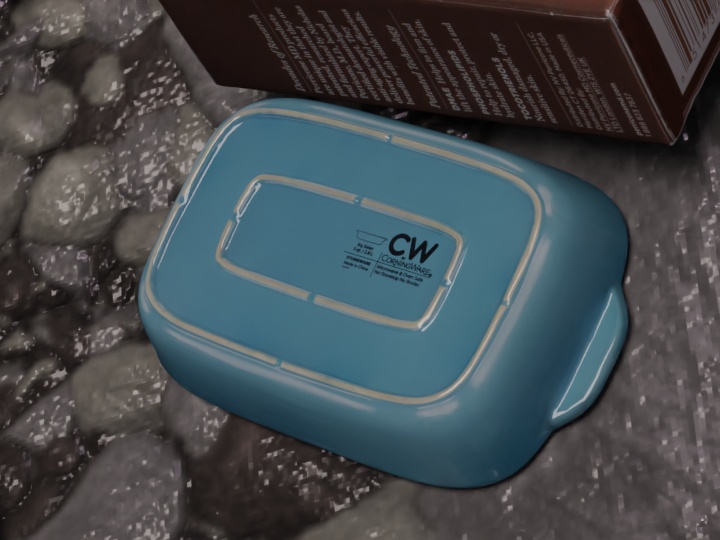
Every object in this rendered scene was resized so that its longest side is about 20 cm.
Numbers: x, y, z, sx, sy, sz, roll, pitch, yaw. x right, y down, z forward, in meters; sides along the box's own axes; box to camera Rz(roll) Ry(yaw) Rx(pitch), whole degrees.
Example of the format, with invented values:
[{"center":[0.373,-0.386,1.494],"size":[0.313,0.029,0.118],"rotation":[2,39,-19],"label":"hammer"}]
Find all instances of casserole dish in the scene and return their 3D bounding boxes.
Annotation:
[{"center":[0.000,0.000,0.976],"size":[0.200,0.039,0.121],"rotation":[18,77,36],"label":"casserole dish"}]

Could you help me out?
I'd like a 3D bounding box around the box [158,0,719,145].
[{"center":[0.033,-0.111,0.981],"size":[0.200,0.075,0.100],"rotation":[12,60,34],"label":"box"}]
